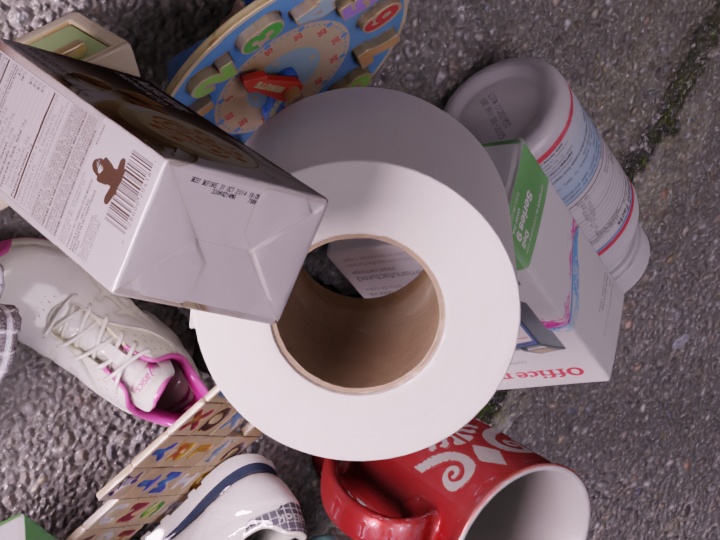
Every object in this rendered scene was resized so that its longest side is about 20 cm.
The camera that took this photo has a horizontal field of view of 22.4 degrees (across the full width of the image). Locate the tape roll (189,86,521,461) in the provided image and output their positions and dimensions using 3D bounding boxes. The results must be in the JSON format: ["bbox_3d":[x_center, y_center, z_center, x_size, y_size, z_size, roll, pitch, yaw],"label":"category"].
[{"bbox_3d":[0.000,0.000,1.157,0.201,0.139,0.204,1,114,2],"label":"tape roll"}]

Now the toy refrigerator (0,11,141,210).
[{"bbox_3d":[-0.234,-0.083,1.107,0.199,0.076,0.070,-30,128,-23],"label":"toy refrigerator"}]

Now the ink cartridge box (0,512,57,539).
[{"bbox_3d":[-0.229,0.273,1.249,0.144,0.084,0.200,-27,134,13],"label":"ink cartridge box"}]

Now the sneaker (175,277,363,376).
[{"bbox_3d":[-0.056,0.017,1.311,0.199,0.060,0.105,-11,123,-31],"label":"sneaker"}]

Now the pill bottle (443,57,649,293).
[{"bbox_3d":[0.148,-0.062,1.400,0.109,0.109,0.200,-48,133,-8],"label":"pill bottle"}]

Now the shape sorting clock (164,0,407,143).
[{"bbox_3d":[-0.051,-0.126,1.193,0.199,0.039,0.200,-28,161,-11],"label":"shape sorting clock"}]

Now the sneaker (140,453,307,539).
[{"bbox_3d":[-0.121,0.228,1.337,0.200,0.081,0.076,-50,143,15],"label":"sneaker"}]

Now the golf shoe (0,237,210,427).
[{"bbox_3d":[-0.170,0.044,1.213,0.200,0.091,0.075,36,89,-42],"label":"golf shoe"}]

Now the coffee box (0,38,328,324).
[{"bbox_3d":[-0.127,-0.052,1.019,0.114,0.200,0.080,14,104,-41],"label":"coffee box"}]

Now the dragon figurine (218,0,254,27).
[{"bbox_3d":[-0.063,-0.232,1.177,0.099,0.059,0.201,11,109,-43],"label":"dragon figurine"}]

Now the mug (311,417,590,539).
[{"bbox_3d":[0.049,0.153,1.368,0.134,0.200,0.177,-53,133,-3],"label":"mug"}]

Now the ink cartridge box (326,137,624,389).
[{"bbox_3d":[0.089,0.003,1.340,0.200,0.145,0.088,49,45,-45],"label":"ink cartridge box"}]

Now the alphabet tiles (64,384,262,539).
[{"bbox_3d":[-0.125,0.135,1.271,0.200,0.008,0.167,-43,165,10],"label":"alphabet tiles"}]

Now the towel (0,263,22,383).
[{"bbox_3d":[-0.308,0.072,1.066,0.165,0.086,0.200,-1,144,-39],"label":"towel"}]

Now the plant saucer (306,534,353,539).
[{"bbox_3d":[-0.070,0.255,1.360,0.200,0.200,0.036,-37,95,-18],"label":"plant saucer"}]
